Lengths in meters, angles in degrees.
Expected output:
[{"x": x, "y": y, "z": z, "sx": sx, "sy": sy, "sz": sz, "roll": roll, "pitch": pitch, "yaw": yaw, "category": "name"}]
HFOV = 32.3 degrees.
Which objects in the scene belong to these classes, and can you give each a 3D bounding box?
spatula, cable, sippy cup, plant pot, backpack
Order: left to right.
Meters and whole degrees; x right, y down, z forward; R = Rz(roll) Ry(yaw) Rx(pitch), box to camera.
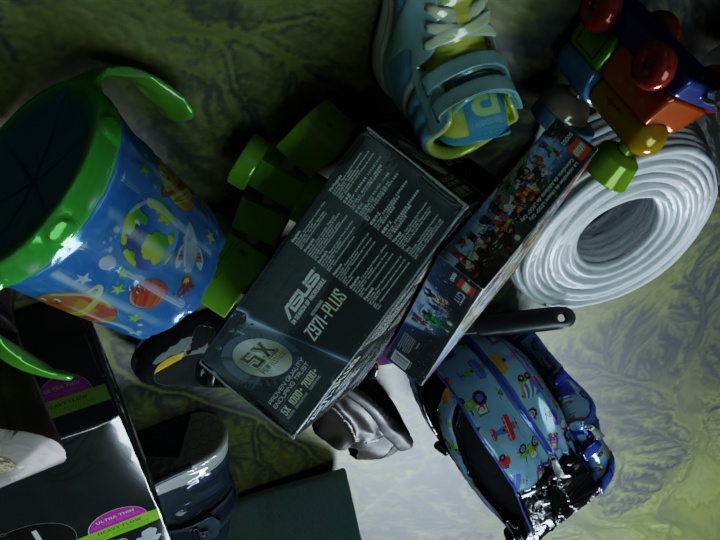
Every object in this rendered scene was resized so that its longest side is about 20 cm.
[{"x": -0.160, "y": -0.027, "z": 0.770, "sx": 0.178, "sy": 0.140, "sz": 0.130, "roll": -46, "pitch": 130, "yaw": 9, "category": "sippy cup"}, {"x": -0.097, "y": 0.340, "z": 1.241, "sx": 0.199, "sy": 0.196, "sz": 0.197, "roll": -6, "pitch": 140, "yaw": -10, "category": "plant pot"}, {"x": 0.084, "y": 0.047, "z": 1.061, "sx": 0.199, "sy": 0.057, "sz": 0.021, "roll": -5, "pitch": 165, "yaw": -3, "category": "spatula"}, {"x": 0.127, "y": 0.122, "z": 1.124, "sx": 0.134, "sy": 0.183, "sz": 0.200, "roll": -34, "pitch": 132, "yaw": -4, "category": "backpack"}, {"x": 0.208, "y": -0.051, "z": 1.042, "sx": 0.199, "sy": 0.069, "sz": 0.200, "roll": 1, "pitch": 136, "yaw": -32, "category": "cable"}]

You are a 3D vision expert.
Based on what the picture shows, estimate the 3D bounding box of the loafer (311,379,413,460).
[{"x": -0.012, "y": 0.131, "z": 1.124, "sx": 0.071, "sy": 0.073, "sz": 0.200, "roll": -32, "pitch": 144, "yaw": 4, "category": "loafer"}]

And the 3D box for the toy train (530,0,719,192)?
[{"x": 0.201, "y": -0.100, "z": 0.864, "sx": 0.084, "sy": 0.200, "sz": 0.116, "roll": 10, "pitch": 127, "yaw": -39, "category": "toy train"}]

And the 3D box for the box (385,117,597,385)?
[{"x": 0.089, "y": -0.007, "z": 0.892, "sx": 0.137, "sy": 0.038, "sz": 0.200, "roll": -48, "pitch": 172, "yaw": -23, "category": "box"}]

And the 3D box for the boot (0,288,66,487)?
[{"x": -0.272, "y": 0.035, "z": 0.742, "sx": 0.186, "sy": 0.200, "sz": 0.064, "roll": 16, "pitch": 130, "yaw": -41, "category": "boot"}]

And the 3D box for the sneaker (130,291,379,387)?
[{"x": -0.079, "y": 0.069, "z": 0.994, "sx": 0.199, "sy": 0.090, "sz": 0.070, "roll": -12, "pitch": 141, "yaw": -20, "category": "sneaker"}]

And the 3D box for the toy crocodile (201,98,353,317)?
[{"x": -0.070, "y": -0.041, "z": 0.899, "sx": 0.067, "sy": 0.062, "sz": 0.200, "roll": 30, "pitch": 127, "yaw": -4, "category": "toy crocodile"}]

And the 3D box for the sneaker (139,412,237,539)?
[{"x": -0.205, "y": 0.218, "z": 1.110, "sx": 0.202, "sy": 0.077, "sz": 0.146, "roll": -18, "pitch": 140, "yaw": -13, "category": "sneaker"}]

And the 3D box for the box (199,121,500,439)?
[{"x": 0.000, "y": 0.000, "z": 0.875, "sx": 0.200, "sy": 0.086, "sz": 0.164, "roll": -54, "pitch": 173, "yaw": 16, "category": "box"}]

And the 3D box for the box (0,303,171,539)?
[{"x": -0.246, "y": 0.141, "z": 0.952, "sx": 0.148, "sy": 0.125, "sz": 0.200, "roll": -20, "pitch": 142, "yaw": -11, "category": "box"}]

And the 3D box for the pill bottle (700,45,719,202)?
[{"x": 0.338, "y": -0.081, "z": 0.980, "sx": 0.116, "sy": 0.116, "sz": 0.201, "roll": -19, "pitch": 111, "yaw": -10, "category": "pill bottle"}]

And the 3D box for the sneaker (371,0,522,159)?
[{"x": 0.064, "y": -0.156, "z": 0.776, "sx": 0.079, "sy": 0.131, "sz": 0.200, "roll": -15, "pitch": 142, "yaw": -13, "category": "sneaker"}]
